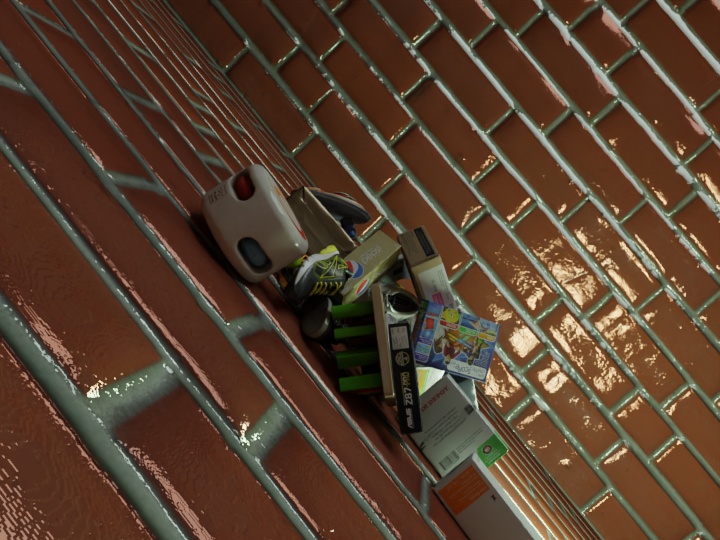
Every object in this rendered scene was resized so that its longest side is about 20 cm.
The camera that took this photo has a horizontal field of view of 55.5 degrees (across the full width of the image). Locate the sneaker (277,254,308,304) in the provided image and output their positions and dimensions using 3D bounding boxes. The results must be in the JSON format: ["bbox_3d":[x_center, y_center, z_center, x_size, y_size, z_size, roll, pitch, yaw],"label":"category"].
[{"bbox_3d":[-0.137,-0.007,1.454,0.078,0.077,0.200,42,9,-38],"label":"sneaker"}]

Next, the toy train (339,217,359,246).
[{"bbox_3d":[-0.015,-0.038,1.576,0.046,0.034,0.203,98,-21,-66],"label":"toy train"}]

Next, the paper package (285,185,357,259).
[{"bbox_3d":[-0.121,-0.077,1.554,0.191,0.103,0.200,50,-15,-8],"label":"paper package"}]

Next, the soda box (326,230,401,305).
[{"bbox_3d":[0.000,0.000,1.461,0.067,0.200,0.064,36,-36,20],"label":"soda box"}]

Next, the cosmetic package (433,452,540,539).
[{"bbox_3d":[0.239,0.460,1.293,0.201,0.101,0.071,51,7,12],"label":"cosmetic package"}]

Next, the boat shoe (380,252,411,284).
[{"bbox_3d":[0.078,-0.011,1.647,0.063,0.072,0.199,16,22,36],"label":"boat shoe"}]

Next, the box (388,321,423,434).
[{"bbox_3d":[0.087,0.212,1.321,0.161,0.048,0.203,67,16,-76],"label":"box"}]

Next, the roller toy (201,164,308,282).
[{"bbox_3d":[-0.192,-0.081,1.210,0.202,0.139,0.182,60,1,4],"label":"roller toy"}]

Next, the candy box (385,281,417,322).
[{"bbox_3d":[0.022,0.075,1.607,0.136,0.062,0.199,37,33,26],"label":"candy box"}]

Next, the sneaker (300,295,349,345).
[{"bbox_3d":[-0.057,0.110,1.344,0.106,0.075,0.200,49,6,-15],"label":"sneaker"}]

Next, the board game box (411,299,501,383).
[{"bbox_3d":[0.204,0.156,1.497,0.198,0.137,0.034,19,-4,-24],"label":"board game box"}]

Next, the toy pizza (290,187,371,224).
[{"bbox_3d":[-0.067,-0.158,1.606,0.197,0.032,0.200,17,-9,3],"label":"toy pizza"}]

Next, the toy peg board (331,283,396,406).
[{"bbox_3d":[0.007,0.151,1.297,0.199,0.096,0.203,76,7,-73],"label":"toy peg board"}]

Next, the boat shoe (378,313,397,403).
[{"bbox_3d":[0.042,0.182,1.459,0.065,0.073,0.202,28,46,-42],"label":"boat shoe"}]

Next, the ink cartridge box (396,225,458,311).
[{"bbox_3d":[0.157,0.024,1.564,0.165,0.074,0.202,-109,179,-61],"label":"ink cartridge box"}]

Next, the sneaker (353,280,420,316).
[{"bbox_3d":[0.045,0.053,1.506,0.197,0.074,0.071,12,-2,-20],"label":"sneaker"}]

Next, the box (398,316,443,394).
[{"bbox_3d":[0.104,0.203,1.621,0.100,0.114,0.201,4,32,-28],"label":"box"}]

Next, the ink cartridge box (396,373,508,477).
[{"bbox_3d":[0.194,0.340,1.451,0.201,0.146,0.084,51,5,10],"label":"ink cartridge box"}]

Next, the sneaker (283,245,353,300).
[{"bbox_3d":[-0.072,0.013,1.310,0.084,0.075,0.200,41,33,4],"label":"sneaker"}]

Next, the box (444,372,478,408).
[{"bbox_3d":[0.212,0.298,1.720,0.183,0.103,0.202,-120,-169,-52],"label":"box"}]
